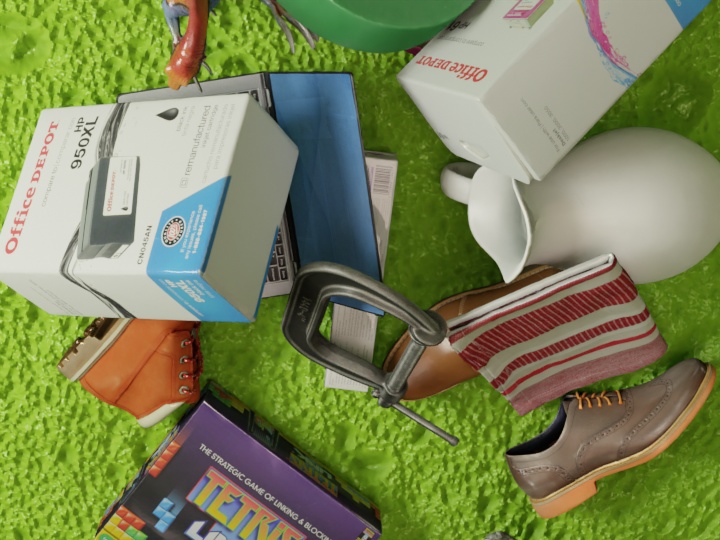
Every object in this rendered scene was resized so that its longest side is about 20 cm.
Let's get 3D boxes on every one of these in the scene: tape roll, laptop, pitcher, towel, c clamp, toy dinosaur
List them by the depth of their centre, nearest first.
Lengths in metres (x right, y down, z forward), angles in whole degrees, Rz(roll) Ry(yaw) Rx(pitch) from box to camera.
[{"bbox_3d":[-0.133,-0.202,0.860,0.200,0.182,0.105,44,104,-8],"label":"toy dinosaur"},{"bbox_3d":[0.007,-0.263,0.862,0.197,0.048,0.204,7,75,-25],"label":"tape roll"},{"bbox_3d":[0.017,0.059,0.916,0.169,0.201,0.027,25,63,7],"label":"c clamp"},{"bbox_3d":[-0.090,-0.055,0.936,0.196,0.116,0.190,-8,104,1],"label":"laptop"},{"bbox_3d":[0.175,-0.058,0.938,0.197,0.172,0.123,-6,117,-21],"label":"pitcher"},{"bbox_3d":[0.162,0.057,0.941,0.142,0.200,0.023,-25,60,14],"label":"towel"}]

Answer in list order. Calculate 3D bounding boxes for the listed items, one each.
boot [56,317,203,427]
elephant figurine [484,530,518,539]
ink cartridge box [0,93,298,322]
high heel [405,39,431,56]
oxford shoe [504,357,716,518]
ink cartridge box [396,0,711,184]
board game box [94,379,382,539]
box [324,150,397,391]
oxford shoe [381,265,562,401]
[{"bbox_3d":[-0.154,0.053,0.971,0.107,0.075,0.200,43,123,-10],"label":"boot"},{"bbox_3d":[0.171,0.305,1.032,0.197,0.141,0.158,12,90,-11],"label":"elephant figurine"},{"bbox_3d":[-0.162,-0.045,0.881,0.197,0.084,0.147,0,65,28],"label":"ink cartridge box"},{"bbox_3d":[0.037,-0.203,0.909,0.197,0.096,0.068,21,104,-6],"label":"high heel"},{"bbox_3d":[0.215,0.131,1.016,0.199,0.071,0.073,-38,98,9],"label":"oxford shoe"},{"bbox_3d":[0.140,-0.172,0.865,0.200,0.144,0.085,-47,116,-6],"label":"ink cartridge box"},{"bbox_3d":[-0.106,0.224,1.041,0.199,0.057,0.166,37,102,-10],"label":"board game box"},{"bbox_3d":[0.000,0.000,0.992,0.041,0.039,0.203,6,105,-2],"label":"box"},{"bbox_3d":[0.104,0.055,0.993,0.198,0.071,0.072,-31,105,8],"label":"oxford shoe"}]
